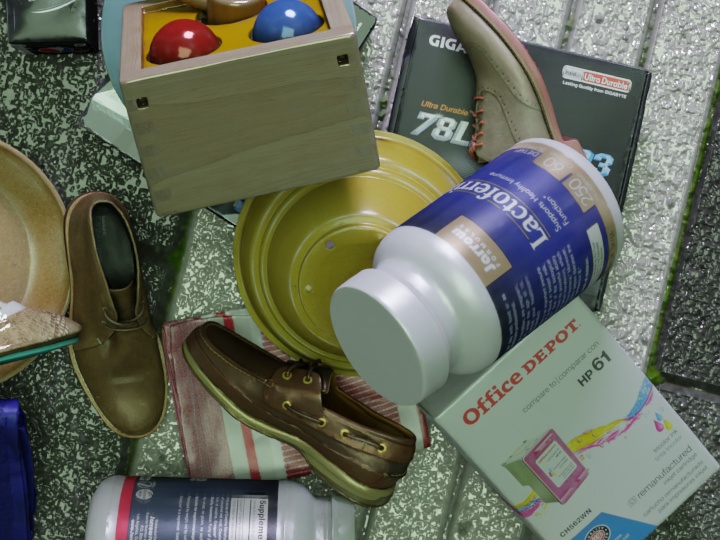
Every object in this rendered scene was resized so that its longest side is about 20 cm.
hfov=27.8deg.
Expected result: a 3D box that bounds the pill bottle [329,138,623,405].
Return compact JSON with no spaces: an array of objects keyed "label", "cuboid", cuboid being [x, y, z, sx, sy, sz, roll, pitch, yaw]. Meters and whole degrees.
[{"label":"pill bottle","cuboid":[0.081,0.001,1.013,0.200,0.116,0.116,-36,92,-29]}]

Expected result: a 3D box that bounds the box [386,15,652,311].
[{"label":"box","cuboid":[0.115,-0.084,1.168,0.199,0.050,0.200,13,91,-3]}]

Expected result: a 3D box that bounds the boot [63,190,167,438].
[{"label":"boot","cuboid":[-0.192,0.039,1.137,0.073,0.075,0.201,-13,98,-18]}]

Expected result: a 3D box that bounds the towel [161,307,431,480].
[{"label":"towel","cuboid":[-0.052,0.094,1.174,0.199,0.023,0.145,-11,92,-3]}]

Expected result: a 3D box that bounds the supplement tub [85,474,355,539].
[{"label":"supplement tub","cuboid":[-0.106,0.230,1.113,0.199,0.140,0.141,2,90,-3]}]

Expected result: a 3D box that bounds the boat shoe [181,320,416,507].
[{"label":"boat shoe","cuboid":[-0.044,0.097,1.115,0.200,0.072,0.068,36,112,4]}]

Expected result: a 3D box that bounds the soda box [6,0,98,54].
[{"label":"soda box","cuboid":[-0.243,-0.273,1.138,0.063,0.071,0.201,-2,91,-2]}]

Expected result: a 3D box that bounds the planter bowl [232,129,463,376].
[{"label":"planter bowl","cuboid":[0.000,0.000,1.099,0.199,0.084,0.201,0,107,0]}]

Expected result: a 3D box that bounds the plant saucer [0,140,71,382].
[{"label":"plant saucer","cuboid":[-0.317,-0.007,1.118,0.199,0.035,0.201,-2,93,-38]}]

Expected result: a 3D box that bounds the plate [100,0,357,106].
[{"label":"plate","cuboid":[-0.101,-0.184,1.118,0.199,0.026,0.201,0,91,-1]}]

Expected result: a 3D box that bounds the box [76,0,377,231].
[{"label":"box","cuboid":[-0.104,-0.157,1.156,0.157,0.050,0.200,33,90,-2]}]

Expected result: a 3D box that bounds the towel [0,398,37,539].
[{"label":"towel","cuboid":[-0.353,0.150,1.123,0.199,0.050,0.148,2,125,-5]}]

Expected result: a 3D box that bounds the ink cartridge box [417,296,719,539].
[{"label":"ink cartridge box","cuboid":[0.156,0.122,1.129,0.144,0.085,0.200,-43,106,-1]}]

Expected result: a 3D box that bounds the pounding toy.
[{"label":"pounding toy","cuboid":[-0.100,-0.155,1.024,0.183,0.200,0.143,-12,120,-2]}]

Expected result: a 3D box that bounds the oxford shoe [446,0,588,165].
[{"label":"oxford shoe","cuboid":[0.110,-0.119,1.110,0.075,0.070,0.201,-30,89,3]}]

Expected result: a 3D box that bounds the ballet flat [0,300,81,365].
[{"label":"ballet flat","cuboid":[-0.300,0.053,1.071,0.199,0.070,0.066,-22,92,-38]}]
